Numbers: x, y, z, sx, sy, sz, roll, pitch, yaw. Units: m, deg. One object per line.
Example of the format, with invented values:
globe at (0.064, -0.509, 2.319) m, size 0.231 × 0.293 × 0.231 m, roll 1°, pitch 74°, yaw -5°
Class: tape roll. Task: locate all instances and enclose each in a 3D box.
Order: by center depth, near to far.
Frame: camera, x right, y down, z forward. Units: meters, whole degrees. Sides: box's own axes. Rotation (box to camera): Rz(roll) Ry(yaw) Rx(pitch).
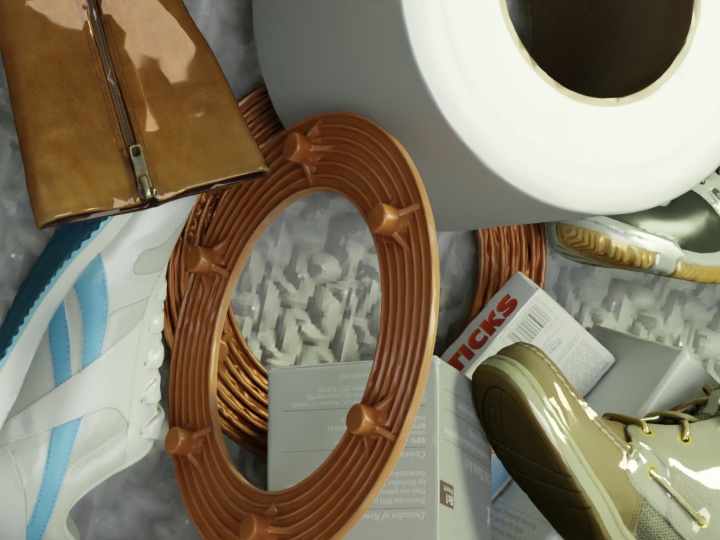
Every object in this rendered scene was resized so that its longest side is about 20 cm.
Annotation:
tape roll at (0.069, -0.121, 1.177) m, size 0.202 × 0.139 × 0.204 m, roll 2°, pitch 87°, yaw -28°

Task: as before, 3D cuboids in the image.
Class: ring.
ring at (-0.033, 0.029, 1.120) m, size 0.019 × 0.200 × 0.201 m, roll 15°, pitch 93°, yaw -33°
ring at (0.000, 0.000, 1.248) m, size 0.200 × 0.019 × 0.201 m, roll -3°, pitch 100°, yaw -21°

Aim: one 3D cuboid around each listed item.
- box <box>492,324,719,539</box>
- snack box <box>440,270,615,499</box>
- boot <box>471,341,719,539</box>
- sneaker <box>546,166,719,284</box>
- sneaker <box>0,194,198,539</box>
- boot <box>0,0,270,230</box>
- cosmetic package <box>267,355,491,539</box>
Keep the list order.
box at (0.117, 0.146, 1.281) m, size 0.124 × 0.097 × 0.200 m, roll 42°, pitch 81°, yaw -22°
snack box at (0.033, 0.096, 1.256) m, size 0.200 × 0.024 × 0.072 m, roll -49°, pitch 132°, yaw 1°
boot at (0.153, 0.069, 1.195) m, size 0.155 × 0.072 × 0.200 m, roll -45°, pitch 116°, yaw -11°
sneaker at (0.175, -0.037, 1.293) m, size 0.199 × 0.076 × 0.088 m, roll 4°, pitch 96°, yaw -35°
sneaker at (-0.119, 0.037, 1.181) m, size 0.081 × 0.077 × 0.200 m, roll 28°, pitch 97°, yaw -13°
boot at (-0.080, -0.134, 1.133) m, size 0.188 × 0.068 × 0.201 m, roll -19°, pitch 80°, yaw -17°
cosmetic package at (0.009, 0.146, 1.159) m, size 0.090 × 0.107 × 0.201 m, roll -6°, pitch 78°, yaw 14°
